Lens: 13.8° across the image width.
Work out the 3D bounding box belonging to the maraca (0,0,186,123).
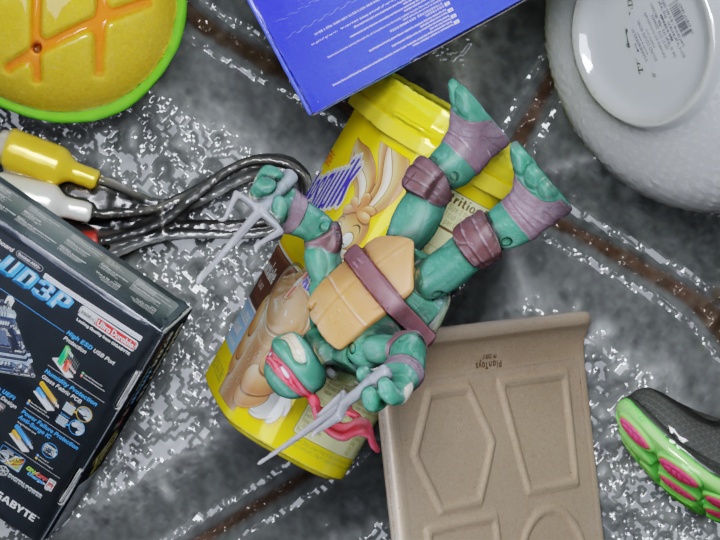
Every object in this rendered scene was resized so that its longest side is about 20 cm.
[{"bbox_3d":[-0.189,-0.166,1.631,0.200,0.107,0.137,34,85,3],"label":"maraca"}]

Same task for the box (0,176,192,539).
[{"bbox_3d":[-0.215,0.032,1.638,0.199,0.046,0.159,33,115,4],"label":"box"}]

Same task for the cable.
[{"bbox_3d":[-0.128,-0.026,1.656,0.199,0.050,0.098,4,94,5],"label":"cable"}]

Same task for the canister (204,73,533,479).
[{"bbox_3d":[0.000,0.000,1.599,0.086,0.149,0.201,28,95,-14],"label":"canister"}]

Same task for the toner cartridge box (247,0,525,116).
[{"bbox_3d":[0.040,-0.169,1.534,0.199,0.043,0.095,-27,96,15],"label":"toner cartridge box"}]

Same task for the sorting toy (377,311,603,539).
[{"bbox_3d":[0.069,0.127,1.596,0.036,0.185,0.201,-1,93,38],"label":"sorting toy"}]

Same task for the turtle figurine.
[{"bbox_3d":[0.004,0.004,1.479,0.200,0.101,0.150,-42,65,0],"label":"turtle figurine"}]

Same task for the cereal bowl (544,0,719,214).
[{"bbox_3d":[0.172,-0.127,1.569,0.199,0.083,0.201,10,104,42],"label":"cereal bowl"}]

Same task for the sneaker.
[{"bbox_3d":[0.235,0.104,1.632,0.199,0.077,0.084,20,74,0],"label":"sneaker"}]
